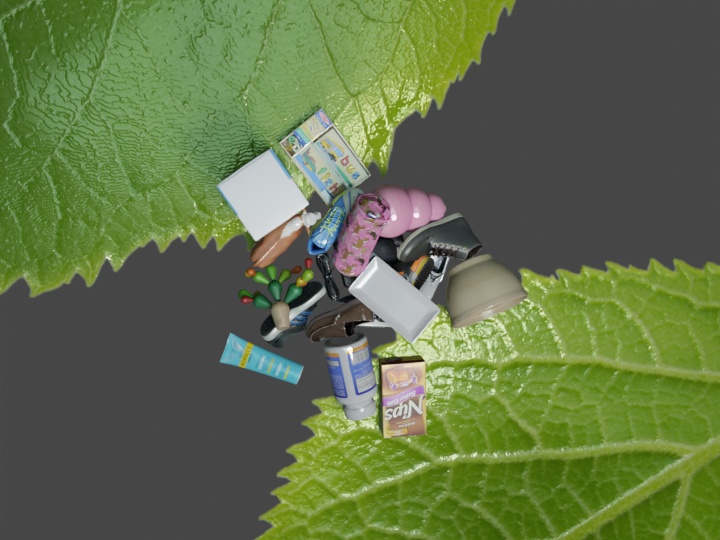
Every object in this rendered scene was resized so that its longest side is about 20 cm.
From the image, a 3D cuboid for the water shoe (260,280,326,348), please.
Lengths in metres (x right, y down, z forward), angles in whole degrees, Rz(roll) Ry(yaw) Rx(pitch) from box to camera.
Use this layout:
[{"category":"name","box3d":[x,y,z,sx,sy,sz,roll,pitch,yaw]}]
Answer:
[{"category":"water shoe","box3d":[-0.157,0.107,1.692,0.200,0.072,0.079,-39,133,-2]}]

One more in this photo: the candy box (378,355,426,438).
[{"category":"candy box","box3d":[0.109,0.325,1.766,0.116,0.056,0.201,-4,103,-7]}]

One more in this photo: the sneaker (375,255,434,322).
[{"category":"sneaker","box3d":[0.091,0.032,1.669,0.090,0.070,0.200,38,90,31]}]

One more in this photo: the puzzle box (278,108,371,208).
[{"category":"puzzle box","box3d":[-0.083,-0.267,1.639,0.133,0.025,0.200,-39,103,1]}]

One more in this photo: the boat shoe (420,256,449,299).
[{"category":"boat shoe","box3d":[0.178,0.004,1.704,0.072,0.069,0.201,25,97,-11]}]

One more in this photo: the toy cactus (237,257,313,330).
[{"category":"toy cactus","box3d":[-0.198,0.057,1.633,0.199,0.102,0.166,-15,71,2]}]

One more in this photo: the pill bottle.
[{"category":"pill bottle","box3d":[-0.020,0.264,1.708,0.112,0.112,0.201,-13,103,-5]}]

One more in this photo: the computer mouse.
[{"category":"computer mouse","box3d":[0.000,0.000,1.651,0.199,0.046,0.141,-13,90,-4]}]

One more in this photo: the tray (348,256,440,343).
[{"category":"tray","box3d":[0.079,0.069,1.607,0.200,0.022,0.107,40,88,9]}]

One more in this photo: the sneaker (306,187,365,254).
[{"category":"sneaker","box3d":[-0.058,-0.102,1.588,0.076,0.105,0.200,34,128,-12]}]

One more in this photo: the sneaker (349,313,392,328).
[{"category":"sneaker","box3d":[0.074,0.097,1.709,0.199,0.076,0.088,3,95,-8]}]

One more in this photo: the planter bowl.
[{"category":"planter bowl","box3d":[0.292,0.043,1.679,0.199,0.200,0.135,-21,76,-3]}]

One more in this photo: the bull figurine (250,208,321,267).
[{"category":"bull figurine","box3d":[-0.182,-0.085,1.612,0.200,0.121,0.065,-40,104,1]}]

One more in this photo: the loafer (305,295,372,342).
[{"category":"loafer","box3d":[-0.052,0.132,1.661,0.200,0.073,0.071,-31,63,28]}]

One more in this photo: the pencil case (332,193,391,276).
[{"category":"pencil case","box3d":[0.000,-0.077,1.546,0.082,0.087,0.200,2,137,-24]}]

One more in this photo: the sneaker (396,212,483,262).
[{"category":"sneaker","box3d":[0.189,-0.055,1.607,0.200,0.075,0.106,-29,64,-19]}]

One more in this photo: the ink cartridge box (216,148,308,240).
[{"category":"ink cartridge box","box3d":[-0.220,-0.177,1.549,0.146,0.200,0.147,-35,103,-1]}]

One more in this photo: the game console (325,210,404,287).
[{"category":"game console","box3d":[0.020,-0.071,1.692,0.176,0.031,0.201,-15,102,-1]}]

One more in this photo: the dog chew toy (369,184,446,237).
[{"category":"dog chew toy","box3d":[0.111,-0.142,1.617,0.199,0.124,0.125,-5,102,-24]}]

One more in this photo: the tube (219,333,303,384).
[{"category":"tube","box3d":[-0.244,0.226,1.708,0.199,0.050,0.078,21,90,-6]}]
